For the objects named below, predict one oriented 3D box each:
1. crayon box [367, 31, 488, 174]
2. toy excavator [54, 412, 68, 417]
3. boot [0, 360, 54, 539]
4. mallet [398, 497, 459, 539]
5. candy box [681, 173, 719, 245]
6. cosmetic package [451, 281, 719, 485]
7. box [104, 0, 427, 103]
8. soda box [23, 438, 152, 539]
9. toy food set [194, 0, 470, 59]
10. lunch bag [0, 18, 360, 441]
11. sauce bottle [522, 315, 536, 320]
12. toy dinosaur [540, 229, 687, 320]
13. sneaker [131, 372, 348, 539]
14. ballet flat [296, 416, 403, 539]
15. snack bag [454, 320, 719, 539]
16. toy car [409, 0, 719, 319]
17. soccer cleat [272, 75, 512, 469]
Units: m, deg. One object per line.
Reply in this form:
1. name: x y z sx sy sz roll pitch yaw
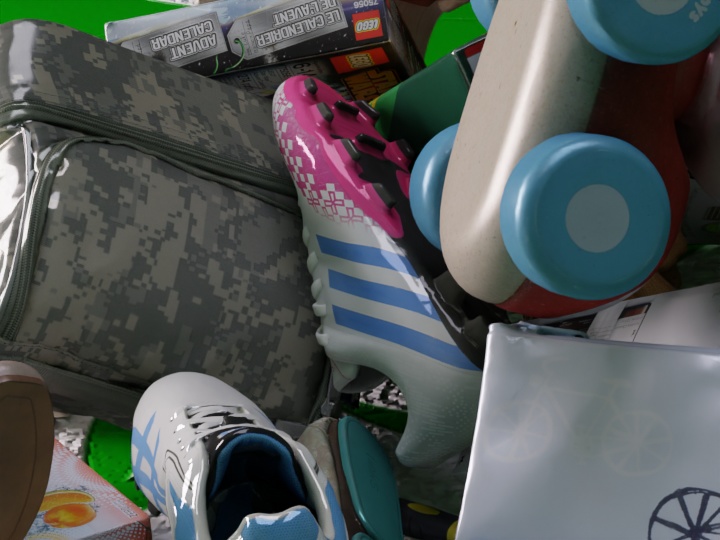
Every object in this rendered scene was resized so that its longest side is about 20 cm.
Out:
1. crayon box: 0.101 -0.098 1.279 0.199 0.059 0.172 -26 2 -23
2. toy excavator: -0.157 -0.018 1.406 0.099 0.196 0.200 0 -6 7
3. boot: -0.193 0.074 1.092 0.070 0.200 0.147 17 30 -33
4. mallet: 0.041 0.117 1.157 0.199 0.041 0.066 7 25 36
5. candy box: 0.184 -0.058 1.452 0.198 0.061 0.136 0 -15 6
6. cosmetic package: 0.127 0.054 1.130 0.199 0.051 0.083 -14 47 52
7. box: -0.039 -0.094 1.369 0.136 0.040 0.200 -11 -12 7
8. soda box: -0.159 0.106 1.164 0.068 0.064 0.200 -14 24 -27
9. toy food set: 0.026 -0.148 1.357 0.143 0.061 0.200 15 -19 -30
10. lunch bag: -0.105 0.002 1.244 0.199 0.139 0.169 19 42 -31
11. sauce bottle: 0.111 0.025 1.332 0.065 0.066 0.200 -2 20 1
12. toy dinosaur: 0.138 0.020 1.256 0.199 0.060 0.107 21 56 -23
13. sneaker: -0.046 0.081 1.054 0.071 0.073 0.200 -1 22 -16
14. ballet flat: -0.009 0.130 1.105 0.062 0.068 0.200 -36 22 11
15. snack bag: 0.121 0.113 0.999 0.187 0.021 0.201 4 66 19
16. toy car: 0.144 -0.052 1.085 0.199 0.178 0.184 16 2 -13
17. soccer cleat: 0.000 0.000 1.200 0.070 0.086 0.200 16 33 -50
